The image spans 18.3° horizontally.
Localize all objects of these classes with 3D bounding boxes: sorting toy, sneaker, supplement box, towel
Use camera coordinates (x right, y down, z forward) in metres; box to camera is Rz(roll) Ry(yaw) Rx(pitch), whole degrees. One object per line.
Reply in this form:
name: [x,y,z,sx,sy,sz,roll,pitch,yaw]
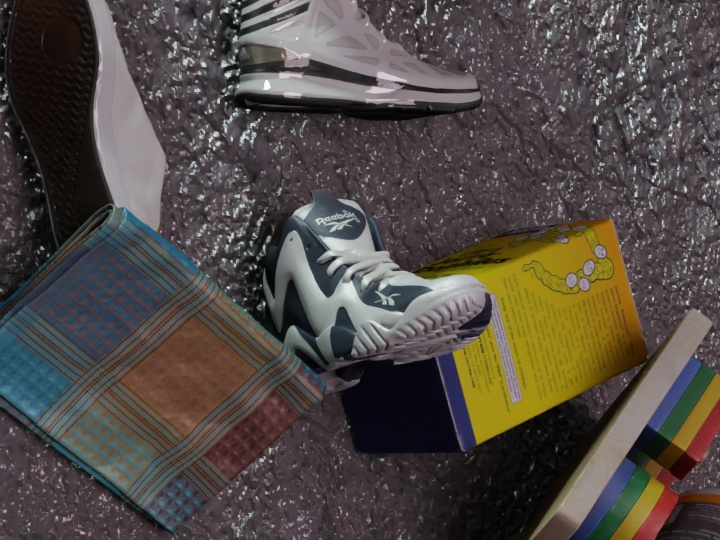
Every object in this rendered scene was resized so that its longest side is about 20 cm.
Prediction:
sorting toy: [0.181,0.156,1.573,0.070,0.200,0.199,36,59,4]
sneaker: [0.004,-0.165,1.534,0.200,0.076,0.115,2,87,-38]
sneaker: [-0.168,-0.095,1.399,0.085,0.073,0.200,-8,89,-65]
supplement box: [0.089,0.045,1.567,0.200,0.109,0.110,-22,100,-40]
sneaker: [0.000,0.000,1.445,0.079,0.199,0.130,-2,75,-35]
towel: [-0.134,0.065,1.379,0.147,0.022,0.200,-43,120,8]

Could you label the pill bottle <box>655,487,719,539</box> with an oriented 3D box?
pill bottle: [0.225,0.251,1.555,0.116,0.116,0.200,62,38,-18]
